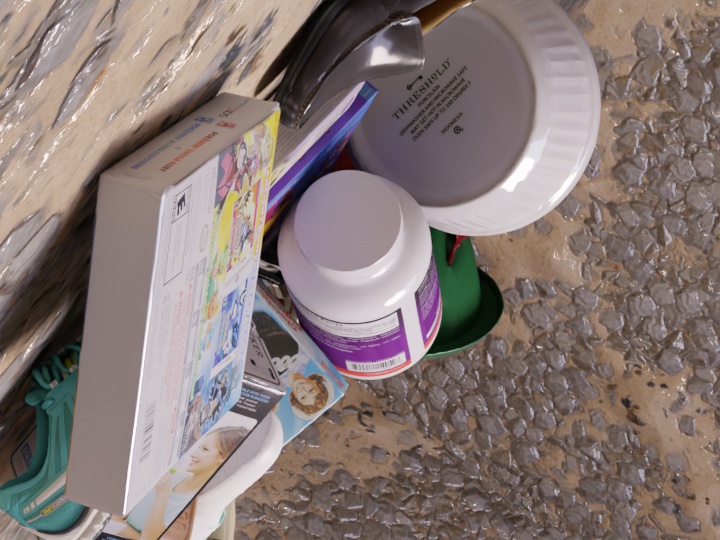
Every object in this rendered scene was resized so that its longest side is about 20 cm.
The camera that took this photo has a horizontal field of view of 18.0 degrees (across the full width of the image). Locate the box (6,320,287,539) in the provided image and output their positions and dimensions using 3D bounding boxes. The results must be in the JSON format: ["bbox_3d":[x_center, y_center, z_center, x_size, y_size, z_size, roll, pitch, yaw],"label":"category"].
[{"bbox_3d":[-0.146,0.103,1.520,0.060,0.117,0.200,22,119,-41],"label":"box"}]

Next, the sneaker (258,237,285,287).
[{"bbox_3d":[-0.067,-0.016,1.824,0.089,0.074,0.200,-51,179,12],"label":"sneaker"}]

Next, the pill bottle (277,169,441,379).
[{"bbox_3d":[0.000,0.000,1.667,0.113,0.112,0.200,-51,163,-14],"label":"pill bottle"}]

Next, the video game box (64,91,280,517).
[{"bbox_3d":[-0.107,0.014,1.316,0.182,0.047,0.201,-41,143,-63],"label":"video game box"}]

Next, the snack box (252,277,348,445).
[{"bbox_3d":[-0.120,0.107,1.692,0.200,0.116,0.037,-41,-176,11],"label":"snack box"}]

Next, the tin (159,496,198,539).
[{"bbox_3d":[-0.160,0.137,1.602,0.111,0.042,0.201,-9,-118,35],"label":"tin"}]

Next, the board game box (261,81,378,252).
[{"bbox_3d":[-0.076,-0.052,1.619,0.200,0.045,0.135,-49,175,-46],"label":"board game box"}]

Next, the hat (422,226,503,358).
[{"bbox_3d":[0.048,-0.054,1.798,0.200,0.165,0.177,-48,151,-54],"label":"hat"}]

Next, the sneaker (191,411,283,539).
[{"bbox_3d":[-0.120,0.161,1.641,0.199,0.088,0.076,-33,-132,27],"label":"sneaker"}]

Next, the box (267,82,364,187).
[{"bbox_3d":[-0.063,-0.084,1.529,0.200,0.041,0.039,-50,176,-45],"label":"box"}]

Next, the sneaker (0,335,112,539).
[{"bbox_3d":[-0.169,0.074,1.434,0.077,0.079,0.201,-167,-82,-76],"label":"sneaker"}]

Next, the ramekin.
[{"bbox_3d":[0.075,-0.125,1.706,0.203,0.202,0.094,-53,164,17],"label":"ramekin"}]

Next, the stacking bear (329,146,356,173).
[{"bbox_3d":[0.036,-0.128,1.835,0.200,0.121,0.114,-45,-174,19],"label":"stacking bear"}]

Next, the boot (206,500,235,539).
[{"bbox_3d":[-0.163,0.195,1.804,0.199,0.073,0.157,-18,-121,41],"label":"boot"}]

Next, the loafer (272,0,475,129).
[{"bbox_3d":[0.015,-0.160,1.516,0.200,0.072,0.073,-50,177,-25],"label":"loafer"}]

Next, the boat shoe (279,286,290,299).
[{"bbox_3d":[-0.068,0.007,2.028,0.066,0.074,0.200,-44,172,-31],"label":"boat shoe"}]

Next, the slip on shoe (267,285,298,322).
[{"bbox_3d":[-0.089,0.047,1.856,0.200,0.061,0.075,-132,-127,-72],"label":"slip on shoe"}]
